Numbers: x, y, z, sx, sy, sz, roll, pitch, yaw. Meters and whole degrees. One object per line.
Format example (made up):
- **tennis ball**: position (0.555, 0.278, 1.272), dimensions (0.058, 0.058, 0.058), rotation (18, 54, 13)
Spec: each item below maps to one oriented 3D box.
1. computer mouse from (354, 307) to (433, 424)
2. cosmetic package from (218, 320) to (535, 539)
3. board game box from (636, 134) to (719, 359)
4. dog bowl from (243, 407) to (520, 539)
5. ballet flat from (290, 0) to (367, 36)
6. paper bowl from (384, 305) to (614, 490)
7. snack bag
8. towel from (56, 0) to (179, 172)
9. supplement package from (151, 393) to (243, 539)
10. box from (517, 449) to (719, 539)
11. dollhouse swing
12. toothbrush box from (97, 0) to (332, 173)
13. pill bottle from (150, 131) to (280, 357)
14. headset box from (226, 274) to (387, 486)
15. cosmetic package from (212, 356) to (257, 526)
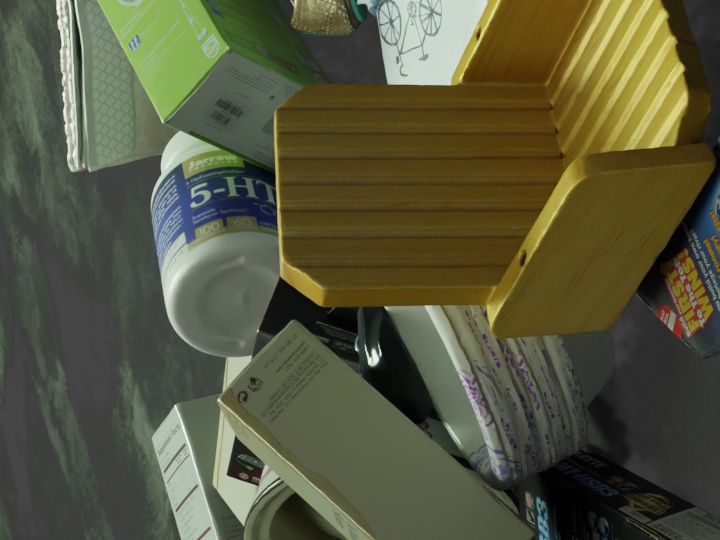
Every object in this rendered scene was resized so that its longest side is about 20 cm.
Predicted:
- **computer mouse**: position (-0.006, 0.028, 1.179), dimensions (0.200, 0.034, 0.059), rotation (59, 173, 37)
- **cosmetic package**: position (0.011, 0.132, 1.074), dimensions (0.200, 0.073, 0.104), rotation (41, 169, 17)
- **board game box**: position (0.220, 0.011, 0.849), dimensions (0.200, 0.062, 0.200), rotation (125, 130, -61)
- **dog bowl**: position (0.016, 0.163, 1.236), dimensions (0.200, 0.200, 0.074), rotation (105, 168, -46)
- **ballet flat**: position (-0.047, -0.274, 1.309), dimensions (0.071, 0.065, 0.200), rotation (1, -102, -77)
- **paper bowl**: position (0.083, 0.026, 1.072), dimensions (0.201, 0.104, 0.201), rotation (61, 173, 13)
- **snack bag**: position (0.043, -0.200, 1.210), dimensions (0.189, 0.021, 0.200), rotation (6, 106, 65)
- **towel**: position (-0.182, -0.198, 1.522), dimensions (0.032, 0.191, 0.200), rotation (20, 120, 40)
- **supplement package**: position (-0.105, 0.221, 1.620), dimensions (0.117, 0.117, 0.200), rotation (129, 126, -61)
- **box**: position (0.172, 0.229, 1.076), dimensions (0.198, 0.050, 0.200), rotation (-154, 56, -63)
- **dollhouse swing**: position (0.061, -0.086, 0.934), dimensions (0.200, 0.175, 0.182), rotation (-94, 22, -43)
- **toothbrush box**: position (-0.120, -0.188, 1.405), dimensions (0.086, 0.146, 0.200), rotation (-45, 52, 19)
- **pill bottle**: position (-0.110, -0.034, 1.417), dimensions (0.200, 0.119, 0.120), rotation (-108, 20, -51)
- **headset box**: position (-0.010, 0.092, 1.292), dimensions (0.200, 0.148, 0.075), rotation (106, -177, -46)
- **cosmetic package**: position (-0.061, 0.123, 1.483), dimensions (0.073, 0.103, 0.200), rotation (46, 141, 37)
